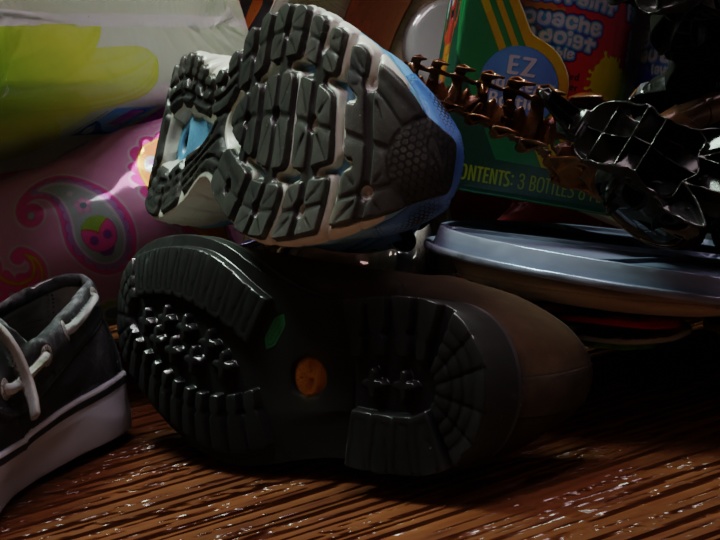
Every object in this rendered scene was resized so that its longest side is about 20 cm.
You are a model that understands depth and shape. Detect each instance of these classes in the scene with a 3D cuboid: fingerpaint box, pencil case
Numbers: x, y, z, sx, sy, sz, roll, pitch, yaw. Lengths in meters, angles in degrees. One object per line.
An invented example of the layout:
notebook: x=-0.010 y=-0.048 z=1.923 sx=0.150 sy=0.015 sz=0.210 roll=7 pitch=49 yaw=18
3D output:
fingerpaint box: x=0.134 y=-0.097 z=0.897 sx=0.199 sy=0.168 sz=0.073 roll=10 pitch=2 yaw=-4
pencil case: x=-0.139 y=0.000 z=0.950 sx=0.199 sy=0.088 sz=0.087 roll=-16 pitch=10 yaw=-3

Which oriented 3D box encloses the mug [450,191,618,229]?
mug: x=0.144 y=-0.041 z=1.048 sx=0.199 sy=0.179 sz=0.134 roll=1 pitch=-25 yaw=17

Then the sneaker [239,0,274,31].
sneaker: x=-0.037 y=-0.127 z=1.034 sx=0.199 sy=0.112 sz=0.078 roll=-25 pitch=21 yaw=21

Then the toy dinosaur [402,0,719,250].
toy dinosaur: x=0.112 y=-0.037 z=0.808 sx=0.199 sy=0.103 sz=0.136 roll=-6 pitch=-21 yaw=9

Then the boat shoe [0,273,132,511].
boat shoe: x=-0.135 y=0.042 z=0.799 sx=0.073 sy=0.069 sz=0.199 roll=-2 pitch=11 yaw=27

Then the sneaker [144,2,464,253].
sneaker: x=-0.005 y=-0.043 z=0.827 sx=0.089 sy=0.079 sz=0.200 roll=12 pitch=0 yaw=-21

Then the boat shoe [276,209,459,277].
boat shoe: x=0.000 y=0.000 z=0.951 sx=0.071 sy=0.076 sz=0.200 roll=-7 pitch=8 yaw=8

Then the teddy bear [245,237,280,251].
teddy bear: x=-0.019 y=-0.042 z=1.136 sx=0.199 sy=0.067 sz=0.145 roll=-26 pitch=-3 yaw=-30

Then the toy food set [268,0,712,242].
toy food set: x=0.077 y=-0.112 z=0.963 sx=0.199 sy=0.144 sz=0.060 roll=23 pitch=-21 yaw=-3

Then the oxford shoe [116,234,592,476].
oxford shoe: x=-0.006 y=0.030 z=0.814 sx=0.084 sy=0.073 sz=0.199 roll=-4 pitch=13 yaw=-45

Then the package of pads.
package of pads: x=-0.161 y=-0.073 z=0.965 sx=0.154 sy=0.069 sz=0.200 roll=-22 pitch=-9 yaw=36

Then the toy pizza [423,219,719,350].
toy pizza: x=0.120 y=0.010 z=0.851 sx=0.199 sy=0.032 sz=0.200 roll=7 pitch=5 yaw=-1
